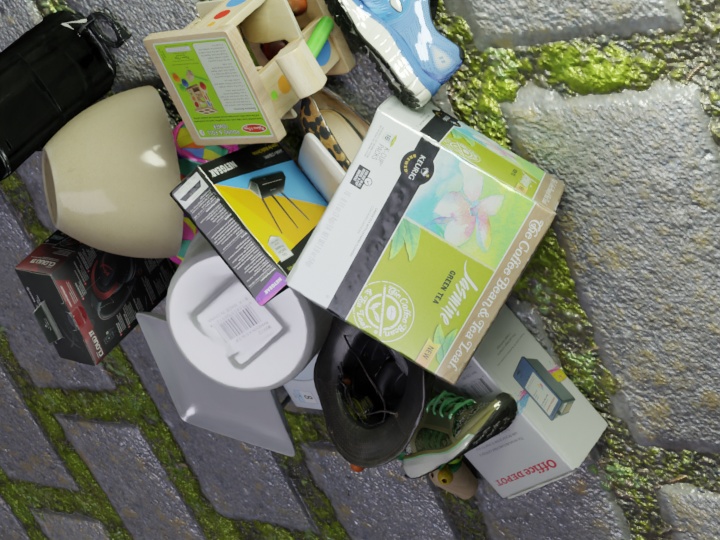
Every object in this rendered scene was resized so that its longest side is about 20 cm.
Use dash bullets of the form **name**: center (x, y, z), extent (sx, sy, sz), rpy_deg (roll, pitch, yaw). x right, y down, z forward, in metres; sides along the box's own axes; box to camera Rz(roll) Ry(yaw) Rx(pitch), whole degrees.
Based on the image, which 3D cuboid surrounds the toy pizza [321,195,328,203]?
- **toy pizza**: center (0.000, 0.000, 1.756), extent (0.199, 0.032, 0.201), rpy_deg (25, 140, 23)

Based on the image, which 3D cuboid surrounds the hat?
- **hat**: center (0.036, 0.114, 1.651), extent (0.200, 0.080, 0.203), rpy_deg (-4, 85, 52)

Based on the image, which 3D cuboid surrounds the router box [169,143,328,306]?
- **router box**: center (-0.098, -0.056, 1.597), extent (0.051, 0.200, 0.149), rpy_deg (-40, 89, 24)

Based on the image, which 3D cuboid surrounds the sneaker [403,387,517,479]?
- **sneaker**: center (0.092, 0.162, 1.665), extent (0.200, 0.077, 0.089), rpy_deg (-38, 79, 50)

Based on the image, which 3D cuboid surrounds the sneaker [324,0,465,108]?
- **sneaker**: center (0.027, -0.252, 1.453), extent (0.201, 0.089, 0.079), rpy_deg (53, 172, 13)

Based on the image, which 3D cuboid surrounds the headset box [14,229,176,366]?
- **headset box**: center (-0.339, 0.012, 1.943), extent (0.075, 0.200, 0.149), rpy_deg (8, 133, 37)

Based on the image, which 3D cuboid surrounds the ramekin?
- **ramekin**: center (-0.124, 0.039, 1.720), extent (0.199, 0.098, 0.202), rpy_deg (6, 115, 13)

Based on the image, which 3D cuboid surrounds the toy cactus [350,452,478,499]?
- **toy cactus**: center (0.080, 0.232, 1.862), extent (0.165, 0.103, 0.199), rpy_deg (41, 151, -25)

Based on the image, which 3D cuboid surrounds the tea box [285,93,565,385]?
- **tea box**: center (0.066, -0.035, 1.479), extent (0.196, 0.134, 0.201), rpy_deg (29, 109, 2)

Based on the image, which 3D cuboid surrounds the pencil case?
- **pencil case**: center (-0.187, -0.090, 1.798), extent (0.088, 0.088, 0.201), rpy_deg (30, 143, 16)

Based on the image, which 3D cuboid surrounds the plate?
- **plate**: center (-0.177, 0.138, 1.943), extent (0.199, 0.032, 0.201), rpy_deg (13, 136, 34)

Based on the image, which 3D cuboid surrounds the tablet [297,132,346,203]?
- **tablet**: center (0.001, -0.055, 1.629), extent (0.200, 0.014, 0.130), rpy_deg (50, 168, 4)

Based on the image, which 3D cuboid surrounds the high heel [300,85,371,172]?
- **high heel**: center (0.019, -0.123, 1.578), extent (0.199, 0.071, 0.143), rpy_deg (18, 144, 43)

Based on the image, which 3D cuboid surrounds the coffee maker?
- **coffee maker**: center (-0.394, -0.210, 1.772), extent (0.135, 0.200, 0.192), rpy_deg (41, 144, 0)

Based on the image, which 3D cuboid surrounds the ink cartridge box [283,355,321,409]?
- **ink cartridge box**: center (-0.016, 0.112, 1.828), extent (0.199, 0.047, 0.161), rpy_deg (6, 142, 30)

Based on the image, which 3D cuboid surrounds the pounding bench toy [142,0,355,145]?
- **pounding bench toy**: center (-0.078, -0.221, 1.502), extent (0.199, 0.156, 0.125), rpy_deg (2, 129, 43)

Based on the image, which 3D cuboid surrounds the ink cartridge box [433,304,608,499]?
- **ink cartridge box**: center (0.156, 0.146, 1.710), extent (0.200, 0.087, 0.145), rpy_deg (49, 144, -5)

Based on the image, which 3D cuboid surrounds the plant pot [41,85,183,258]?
- **plant pot**: center (-0.295, -0.106, 1.761), extent (0.200, 0.133, 0.202), rpy_deg (171, 90, -71)

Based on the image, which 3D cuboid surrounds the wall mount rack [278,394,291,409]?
- **wall mount rack**: center (-0.150, 0.089, 1.949), extent (0.199, 0.075, 0.175), rpy_deg (17, 135, 29)
